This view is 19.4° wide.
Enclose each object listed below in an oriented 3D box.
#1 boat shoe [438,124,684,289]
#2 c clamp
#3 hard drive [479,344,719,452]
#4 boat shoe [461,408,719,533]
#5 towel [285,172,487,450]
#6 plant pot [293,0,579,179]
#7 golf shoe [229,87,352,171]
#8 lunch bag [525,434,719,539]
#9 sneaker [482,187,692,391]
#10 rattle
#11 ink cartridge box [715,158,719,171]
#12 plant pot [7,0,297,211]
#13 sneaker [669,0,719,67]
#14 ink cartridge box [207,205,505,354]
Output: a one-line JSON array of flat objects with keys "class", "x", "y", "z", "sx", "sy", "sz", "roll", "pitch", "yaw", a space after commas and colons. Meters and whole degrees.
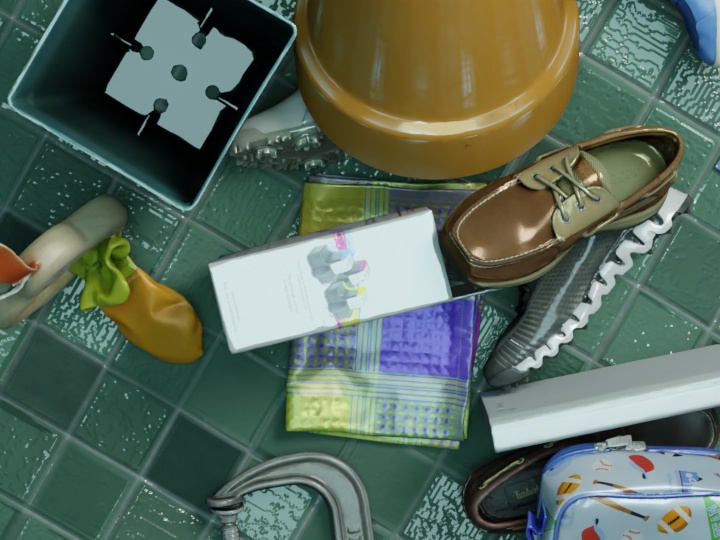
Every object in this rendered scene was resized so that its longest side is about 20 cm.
[{"class": "boat shoe", "x": 0.141, "y": -0.054, "z": 1.441, "sx": 0.200, "sy": 0.074, "sz": 0.076, "roll": -26, "pitch": 74, "yaw": -32}, {"class": "c clamp", "x": -0.068, "y": 0.235, "z": 1.571, "sx": 0.171, "sy": 0.027, "sz": 0.200, "roll": -2, "pitch": 94, "yaw": 1}, {"class": "hard drive", "x": 0.188, "y": 0.088, "z": 1.506, "sx": 0.200, "sy": 0.132, "sz": 0.026, "roll": -11, "pitch": 95, "yaw": 1}, {"class": "boat shoe", "x": 0.171, "y": 0.146, "z": 1.543, "sx": 0.200, "sy": 0.070, "sz": 0.070, "roll": -23, "pitch": 90, "yaw": 0}, {"class": "towel", "x": 0.019, "y": 0.028, "z": 1.558, "sx": 0.144, "sy": 0.023, "sz": 0.200, "roll": 6, "pitch": 94, "yaw": -1}, {"class": "plant pot", "x": 0.049, "y": -0.192, "z": 1.413, "sx": 0.200, "sy": 0.183, "sz": 0.200, "roll": -1, "pitch": 62, "yaw": 3}, {"class": "golf shoe", "x": -0.007, "y": -0.136, "z": 1.533, "sx": 0.200, "sy": 0.078, "sz": 0.097, "roll": -18, "pitch": 76, "yaw": -3}, {"class": "lunch bag", "x": 0.192, "y": 0.209, "z": 1.506, "sx": 0.160, "sy": 0.076, "sz": 0.200, "roll": 1, "pitch": 121, "yaw": -4}, {"class": "sneaker", "x": 0.145, "y": -0.005, "z": 1.536, "sx": 0.090, "sy": 0.066, "sz": 0.200, "roll": 42, "pitch": 89, "yaw": 0}, {"class": "rattle", "x": -0.197, "y": 0.030, "z": 1.470, "sx": 0.130, "sy": 0.200, "sz": 0.143, "roll": -26, "pitch": 93, "yaw": 2}, {"class": "ink cartridge box", "x": 0.369, "y": -0.060, "z": 1.545, "sx": 0.200, "sy": 0.037, "sz": 0.095, "roll": 33, "pitch": 93, "yaw": 0}, {"class": "plant pot", "x": -0.135, "y": -0.139, "z": 1.458, "sx": 0.141, "sy": 0.200, "sz": 0.141, "roll": 31, "pitch": 93, "yaw": -2}, {"class": "sneaker", "x": 0.195, "y": -0.231, "z": 1.510, "sx": 0.111, "sy": 0.077, "sz": 0.200, "roll": -17, "pitch": 90, "yaw": -4}, {"class": "ink cartridge box", "x": 0.000, "y": 0.000, "z": 1.488, "sx": 0.200, "sy": 0.115, "sz": 0.068, "roll": -13, "pitch": 94, "yaw": 1}]
